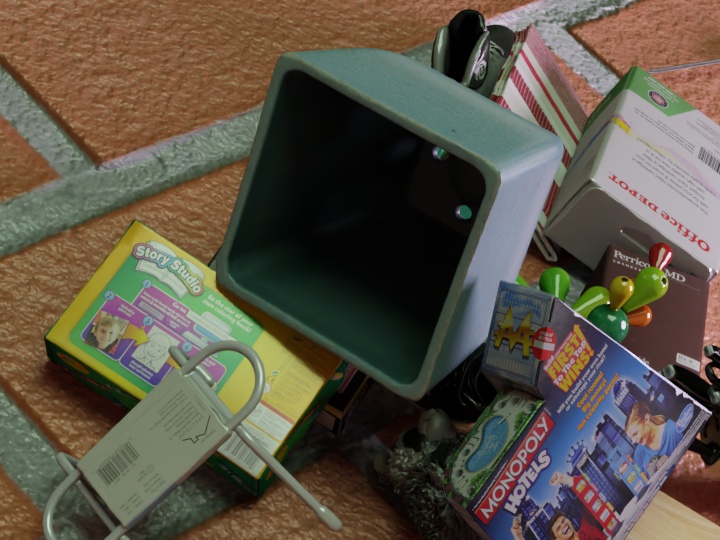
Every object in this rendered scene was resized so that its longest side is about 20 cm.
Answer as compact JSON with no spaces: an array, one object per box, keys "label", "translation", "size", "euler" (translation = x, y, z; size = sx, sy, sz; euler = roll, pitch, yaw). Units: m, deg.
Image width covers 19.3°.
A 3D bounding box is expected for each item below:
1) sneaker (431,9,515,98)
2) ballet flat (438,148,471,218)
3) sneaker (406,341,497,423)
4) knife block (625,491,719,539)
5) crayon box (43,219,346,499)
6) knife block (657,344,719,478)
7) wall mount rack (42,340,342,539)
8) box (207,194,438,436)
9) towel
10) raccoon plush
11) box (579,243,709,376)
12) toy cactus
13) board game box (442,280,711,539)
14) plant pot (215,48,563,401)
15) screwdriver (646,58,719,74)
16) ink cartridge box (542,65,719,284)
[{"label":"sneaker","translation":[0.113,-0.205,1.986],"size":[0.075,0.116,0.200],"euler":[11,40,14]},{"label":"ballet flat","translation":[0.082,-0.076,1.864],"size":[0.072,0.068,0.200],"euler":[43,0,-40]},{"label":"sneaker","translation":[0.088,0.082,1.634],"size":[0.200,0.071,0.099],"euler":[16,-10,36]},{"label":"knife block","translation":[0.241,0.220,1.644],"size":[0.175,0.064,0.200],"euler":[0,46,-26]},{"label":"crayon box","translation":[-0.125,0.066,1.609],"size":[0.200,0.058,0.119],"euler":[33,70,9]},{"label":"knife block","translation":[0.309,0.137,1.709],"size":[0.175,0.200,0.064],"euler":[-1,53,1]},{"label":"wall mount rack","translation":[-0.119,0.154,1.503],"size":[0.200,0.075,0.174],"euler":[-43,63,1]},{"label":"box","translation":[-0.033,0.009,1.703],"size":[0.159,0.049,0.200],"euler":[30,64,9]},{"label":"towel","translation":[0.163,-0.118,1.947],"size":[0.144,0.023,0.200],"euler":[55,35,-24]},{"label":"raccoon plush","translation":[0.055,0.201,1.600],"size":[0.097,0.134,0.200],"euler":[23,71,-25]},{"label":"box","translation":[0.232,0.078,1.793],"size":[0.100,0.075,0.200],"euler":[20,40,-4]},{"label":"toy cactus","translation":[0.158,0.053,1.708],"size":[0.200,0.102,0.165],"euler":[-13,45,19]},{"label":"board game box","translation":[0.137,0.113,1.522],"size":[0.062,0.200,0.200],"euler":[15,61,50]},{"label":"plant pot","translation":[0.044,-0.053,1.596],"size":[0.196,0.196,0.200],"euler":[31,28,23]},{"label":"screwdriver","translation":[0.365,-0.218,2.197],"size":[0.200,0.028,0.029],"euler":[-10,21,-32]},{"label":"ink cartridge box","translation":[0.265,-0.072,1.935],"size":[0.145,0.084,0.200],"euler":[35,41,-7]}]
